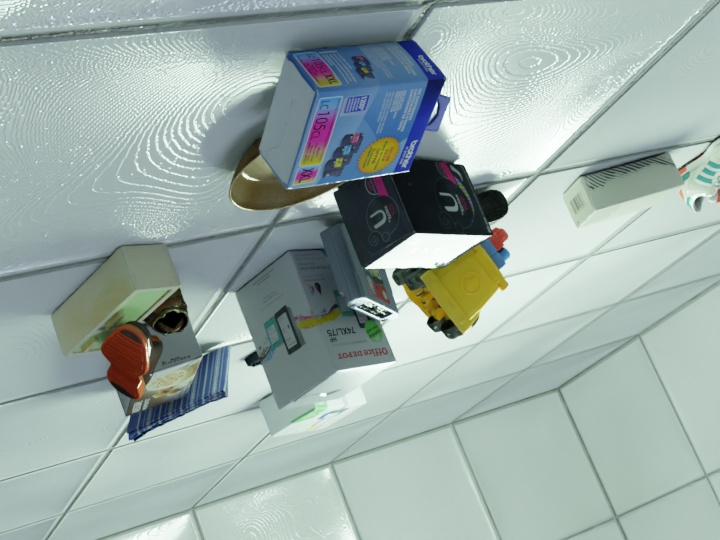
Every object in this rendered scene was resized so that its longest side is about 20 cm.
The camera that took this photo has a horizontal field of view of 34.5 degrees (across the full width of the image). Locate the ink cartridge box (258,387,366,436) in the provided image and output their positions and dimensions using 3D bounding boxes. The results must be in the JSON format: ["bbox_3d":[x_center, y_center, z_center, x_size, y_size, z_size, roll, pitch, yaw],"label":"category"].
[{"bbox_3d":[-0.104,0.296,2.585,0.145,0.088,0.199,-33,162,29],"label":"ink cartridge box"}]

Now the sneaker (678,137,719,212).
[{"bbox_3d":[0.663,-0.180,2.136,0.070,0.094,0.200,-12,160,-34],"label":"sneaker"}]

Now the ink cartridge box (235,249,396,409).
[{"bbox_3d":[-0.070,0.090,1.800,0.146,0.202,0.146,-4,155,-49],"label":"ink cartridge box"}]

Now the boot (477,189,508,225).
[{"bbox_3d":[0.137,-0.062,1.858,0.198,0.068,0.131,-17,168,-17],"label":"boot"}]

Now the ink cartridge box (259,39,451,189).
[{"bbox_3d":[0.003,-0.172,1.258,0.198,0.077,0.137,-14,142,-33],"label":"ink cartridge box"}]

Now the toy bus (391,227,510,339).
[{"bbox_3d":[0.169,0.002,1.974,0.192,0.136,0.200,-42,-168,-9],"label":"toy bus"}]

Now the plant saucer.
[{"bbox_3d":[-0.071,-0.137,1.393,0.198,0.036,0.200,-22,163,-7],"label":"plant saucer"}]

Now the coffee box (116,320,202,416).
[{"bbox_3d":[-0.330,0.154,1.860,0.113,0.080,0.200,-16,162,-23],"label":"coffee box"}]

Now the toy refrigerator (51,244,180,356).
[{"bbox_3d":[-0.328,0.044,1.546,0.075,0.071,0.200,-5,156,-47],"label":"toy refrigerator"}]

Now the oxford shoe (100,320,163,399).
[{"bbox_3d":[-0.308,0.106,1.587,0.073,0.071,0.200,-58,179,-29],"label":"oxford shoe"}]

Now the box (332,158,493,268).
[{"bbox_3d":[0.076,-0.079,1.615,0.106,0.123,0.199,-34,161,34],"label":"box"}]

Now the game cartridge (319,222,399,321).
[{"bbox_3d":[0.000,0.000,1.734,0.041,0.134,0.200,-26,163,13],"label":"game cartridge"}]

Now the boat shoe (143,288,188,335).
[{"bbox_3d":[-0.283,0.062,1.661,0.071,0.069,0.200,-22,164,-9],"label":"boat shoe"}]

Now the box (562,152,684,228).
[{"bbox_3d":[0.462,-0.141,2.035,0.198,0.069,0.082,-16,162,-24],"label":"box"}]

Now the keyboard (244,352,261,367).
[{"bbox_3d":[-0.132,0.143,2.162,0.199,0.040,0.104,-33,162,26],"label":"keyboard"}]

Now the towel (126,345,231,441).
[{"bbox_3d":[-0.312,0.211,2.000,0.198,0.145,0.024,-25,119,11],"label":"towel"}]
